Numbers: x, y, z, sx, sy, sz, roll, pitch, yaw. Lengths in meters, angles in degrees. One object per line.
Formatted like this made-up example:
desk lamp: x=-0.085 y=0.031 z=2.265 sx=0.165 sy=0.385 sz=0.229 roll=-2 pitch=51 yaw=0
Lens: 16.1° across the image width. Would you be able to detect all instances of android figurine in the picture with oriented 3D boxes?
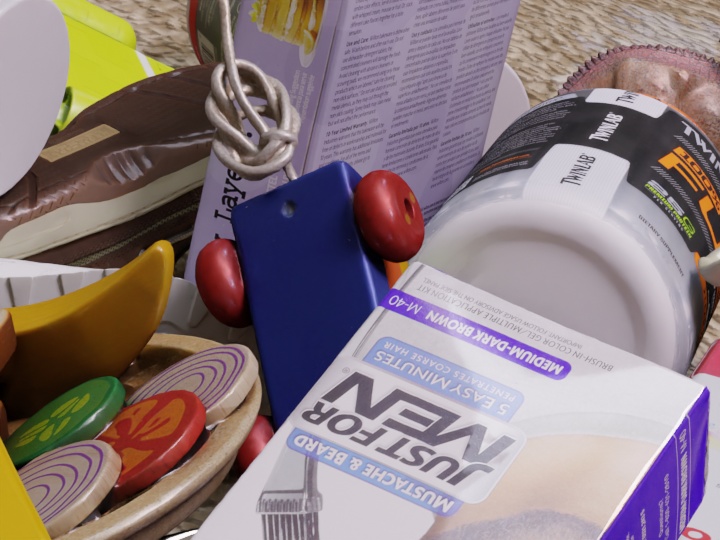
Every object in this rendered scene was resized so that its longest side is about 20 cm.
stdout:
android figurine: x=-0.122 y=-0.083 z=1.195 sx=0.200 sy=0.041 sz=0.182 roll=24 pitch=16 yaw=-23

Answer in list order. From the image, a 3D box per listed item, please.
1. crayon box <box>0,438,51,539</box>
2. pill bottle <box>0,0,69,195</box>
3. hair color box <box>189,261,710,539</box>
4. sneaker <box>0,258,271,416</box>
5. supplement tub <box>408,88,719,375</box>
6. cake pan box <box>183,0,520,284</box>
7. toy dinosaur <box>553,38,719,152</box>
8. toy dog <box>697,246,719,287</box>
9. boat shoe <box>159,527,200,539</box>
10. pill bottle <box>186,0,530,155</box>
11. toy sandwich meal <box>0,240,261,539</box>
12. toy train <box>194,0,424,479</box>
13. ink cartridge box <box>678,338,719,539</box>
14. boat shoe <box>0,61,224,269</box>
crayon box: x=-0.201 y=0.074 z=0.714 sx=0.200 sy=0.058 sz=0.173 roll=-21 pitch=41 yaw=-14
pill bottle: x=-0.222 y=-0.099 z=1.012 sx=0.200 sy=0.112 sz=0.112 roll=21 pitch=24 yaw=19
hair color box: x=0.011 y=0.099 z=0.762 sx=0.109 sy=0.065 sz=0.200 roll=23 pitch=56 yaw=24
sneaker: x=-0.116 y=0.026 z=0.981 sx=0.200 sy=0.076 sz=0.081 roll=12 pitch=8 yaw=-9
supplement tub: x=0.094 y=-0.005 z=1.085 sx=0.122 sy=0.123 sz=0.200 roll=17 pitch=24 yaw=11
cake pan box: x=0.003 y=-0.059 z=1.072 sx=0.052 sy=0.184 sz=0.200 roll=22 pitch=21 yaw=20
toy dinosaur: x=0.166 y=-0.081 z=1.281 sx=0.200 sy=0.136 sz=0.086 roll=7 pitch=23 yaw=-10
toy dog: x=0.267 y=0.021 z=1.010 sx=0.200 sy=0.194 sz=0.140 roll=55 pitch=29 yaw=-5
boat shoe: x=-0.028 y=0.115 z=0.840 sx=0.200 sy=0.072 sz=0.068 roll=-12 pitch=-6 yaw=-32
pill bottle: x=-0.001 y=-0.103 z=1.275 sx=0.116 sy=0.116 sz=0.200 roll=0 pitch=26 yaw=-28
toy sandwich meal: x=-0.133 y=0.048 z=0.838 sx=0.205 sy=0.070 sz=0.205 roll=-14 pitch=20 yaw=5
toy train: x=0.000 y=0.000 z=0.953 sx=0.116 sy=0.085 sz=0.200 roll=28 pitch=44 yaw=-58
ink cartridge box: x=0.162 y=0.111 z=0.895 sx=0.146 sy=0.083 sz=0.200 roll=19 pitch=24 yaw=15
boat shoe: x=-0.096 y=-0.030 z=1.084 sx=0.202 sy=0.075 sz=0.075 roll=-21 pitch=38 yaw=-31
